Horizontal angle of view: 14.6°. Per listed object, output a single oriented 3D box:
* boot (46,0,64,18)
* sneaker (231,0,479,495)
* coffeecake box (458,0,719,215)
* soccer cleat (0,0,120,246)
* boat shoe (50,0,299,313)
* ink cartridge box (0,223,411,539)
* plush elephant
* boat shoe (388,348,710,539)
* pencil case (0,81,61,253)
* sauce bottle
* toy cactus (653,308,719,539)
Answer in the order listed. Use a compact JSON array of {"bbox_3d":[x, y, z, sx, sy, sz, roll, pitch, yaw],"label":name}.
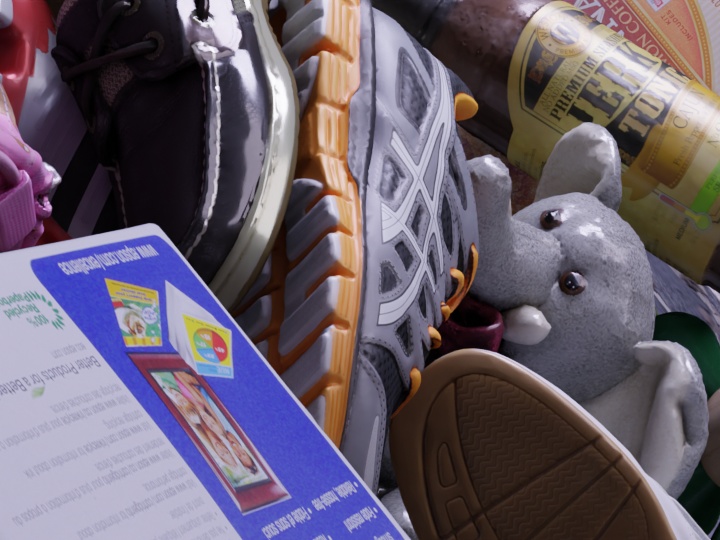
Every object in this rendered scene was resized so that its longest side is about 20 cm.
[{"bbox_3d":[-0.045,-0.108,1.021,0.073,0.201,0.155,18,-7,37],"label":"boot"},{"bbox_3d":[0.000,0.000,0.847,0.077,0.078,0.201,25,54,-29],"label":"sneaker"},{"bbox_3d":[0.050,-0.067,1.128,0.154,0.200,0.073,51,-5,7],"label":"coffeecake box"},{"bbox_3d":[-0.101,-0.019,0.881,0.085,0.068,0.200,43,17,-53],"label":"soccer cleat"},{"bbox_3d":[-0.063,-0.067,0.853,0.066,0.072,0.201,25,41,-27],"label":"boat shoe"},{"bbox_3d":[-0.029,0.081,0.608,0.200,0.047,0.198,52,14,7],"label":"ink cartridge box"},{"bbox_3d":[0.033,0.023,0.962,0.200,0.155,0.165,32,23,-45],"label":"plush elephant"},{"bbox_3d":[0.081,0.104,0.887,0.200,0.071,0.069,50,9,-8],"label":"boat shoe"},{"bbox_3d":[-0.148,-0.065,0.814,0.086,0.083,0.200,32,21,-38],"label":"pencil case"},{"bbox_3d":[0.078,-0.062,1.055,0.200,0.065,0.065,32,12,12],"label":"sauce bottle"},{"bbox_3d":[0.119,0.071,1.032,0.102,0.165,0.201,12,59,-23],"label":"toy cactus"}]
